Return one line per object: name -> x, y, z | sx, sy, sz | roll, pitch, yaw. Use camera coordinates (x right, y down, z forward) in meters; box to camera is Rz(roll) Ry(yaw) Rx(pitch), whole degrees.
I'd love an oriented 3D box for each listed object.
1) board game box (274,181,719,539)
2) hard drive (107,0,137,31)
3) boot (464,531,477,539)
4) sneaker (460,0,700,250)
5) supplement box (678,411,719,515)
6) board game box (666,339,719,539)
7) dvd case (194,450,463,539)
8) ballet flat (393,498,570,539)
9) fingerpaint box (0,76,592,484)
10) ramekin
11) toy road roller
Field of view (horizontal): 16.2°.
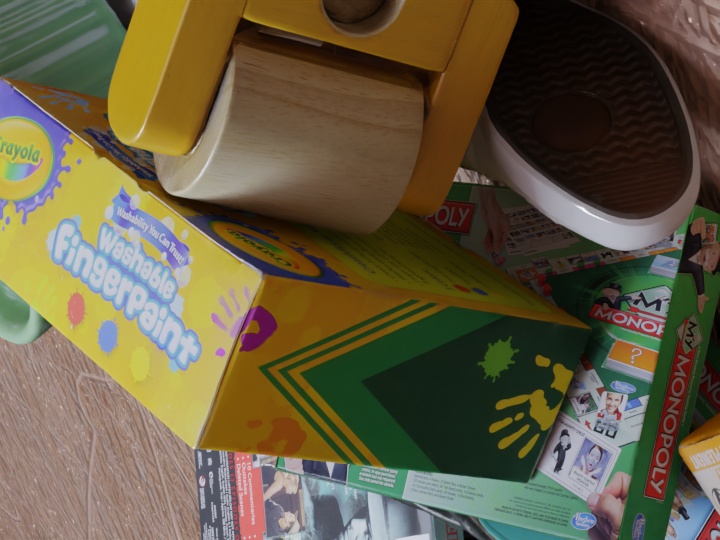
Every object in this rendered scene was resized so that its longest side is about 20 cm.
board game box -> 0.053, 0.033, 1.026 | 0.029, 0.135, 0.200 | 18, 174, -42
hard drive -> -0.112, -0.171, 1.166 | 0.132, 0.026, 0.200 | 46, 159, 42
boot -> 0.014, 0.173, 1.405 | 0.211, 0.079, 0.158 | 50, 158, 16
sneaker -> 0.071, -0.060, 0.982 | 0.200, 0.073, 0.085 | 52, 164, 43
supplement box -> 0.215, 0.119, 0.903 | 0.200, 0.073, 0.126 | 56, 159, 1
board game box -> 0.134, 0.096, 1.090 | 0.135, 0.029, 0.200 | 51, 158, 18
dvd case -> -0.020, 0.111, 1.234 | 0.200, 0.022, 0.146 | -19, 74, 54
ballet flat -> 0.066, 0.087, 1.071 | 0.068, 0.068, 0.200 | 32, 174, -41
fingerpaint box -> -0.040, 0.004, 0.986 | 0.200, 0.167, 0.073 | 35, 109, 46
ramekin -> -0.173, -0.074, 1.240 | 0.200, 0.098, 0.200 | 47, 155, 29
toy road roller -> -0.019, -0.127, 0.934 | 0.146, 0.123, 0.200 | 46, 120, 60
